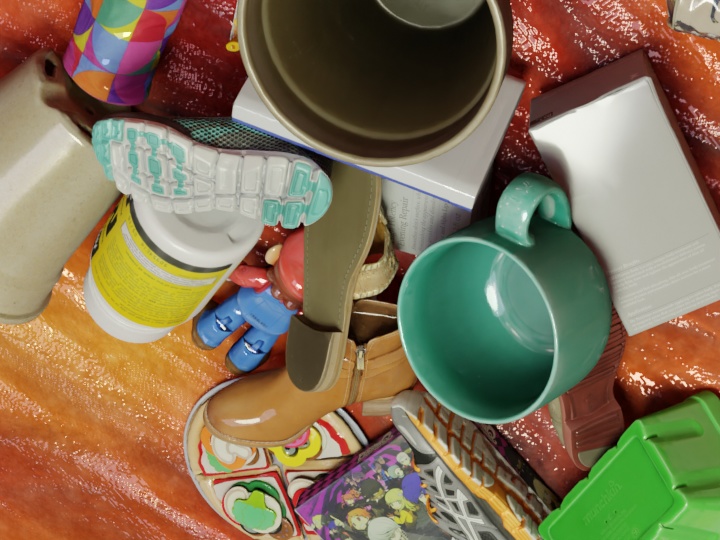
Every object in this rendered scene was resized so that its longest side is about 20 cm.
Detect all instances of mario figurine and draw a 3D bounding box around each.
[{"bbox_3d":[-0.062,0.012,1.554,0.123,0.106,0.200,10,146,-38],"label":"mario figurine"}]

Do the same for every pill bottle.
[{"bbox_3d":[-0.166,-0.018,1.487,0.114,0.114,0.200,38,144,-4],"label":"pill bottle"}]

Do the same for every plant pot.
[{"bbox_3d":[0.028,-0.202,1.295,0.199,0.174,0.201,8,120,14],"label":"plant pot"},{"bbox_3d":[-0.290,-0.087,1.506,0.183,0.201,0.200,-40,101,22],"label":"plant pot"}]

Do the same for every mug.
[{"bbox_3d":[0.131,0.023,1.359,0.185,0.114,0.152,-41,79,41],"label":"mug"}]

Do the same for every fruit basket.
[{"bbox_3d":[0.291,0.223,1.522,0.215,0.156,0.216,-18,145,-13],"label":"fruit basket"}]

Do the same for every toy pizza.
[{"bbox_3d":[-0.081,0.191,1.673,0.199,0.032,0.201,8,121,14],"label":"toy pizza"}]

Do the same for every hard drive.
[{"bbox_3d":[0.016,-0.134,1.364,0.199,0.132,0.025,21,145,6],"label":"hard drive"}]

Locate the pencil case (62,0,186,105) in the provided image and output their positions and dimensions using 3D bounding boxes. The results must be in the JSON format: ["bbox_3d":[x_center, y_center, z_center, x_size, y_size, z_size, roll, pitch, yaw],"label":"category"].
[{"bbox_3d":[-0.177,-0.233,1.435,0.088,0.088,0.200,32,124,-1],"label":"pencil case"}]

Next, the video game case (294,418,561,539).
[{"bbox_3d":[0.070,0.229,1.622,0.200,0.036,0.181,-36,103,22],"label":"video game case"}]

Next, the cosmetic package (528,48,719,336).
[{"bbox_3d":[0.220,-0.062,1.384,0.107,0.090,0.201,-21,107,15],"label":"cosmetic package"}]

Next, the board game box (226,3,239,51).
[{"bbox_3d":[0.000,-0.234,1.406,0.199,0.026,0.201,21,123,7],"label":"board game box"}]

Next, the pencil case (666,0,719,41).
[{"bbox_3d":[0.326,-0.205,1.278,0.199,0.078,0.090,11,136,14],"label":"pencil case"}]

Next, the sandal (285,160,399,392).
[{"bbox_3d":[-0.004,-0.002,1.426,0.078,0.069,0.212,29,112,43],"label":"sandal"}]

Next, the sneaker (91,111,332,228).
[{"bbox_3d":[-0.113,-0.091,1.380,0.199,0.091,0.078,14,124,5],"label":"sneaker"}]

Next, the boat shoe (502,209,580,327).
[{"bbox_3d":[0.134,0.030,1.480,0.071,0.076,0.201,21,123,7],"label":"boat shoe"}]

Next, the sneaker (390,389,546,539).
[{"bbox_3d":[0.086,0.192,1.542,0.077,0.078,0.200,-33,105,24],"label":"sneaker"}]

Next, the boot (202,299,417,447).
[{"bbox_3d":[-0.046,0.083,1.521,0.199,0.074,0.155,-12,151,-6],"label":"boot"}]

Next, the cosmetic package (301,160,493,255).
[{"bbox_3d":[0.008,-0.082,1.448,0.199,0.074,0.102,14,137,12],"label":"cosmetic package"}]

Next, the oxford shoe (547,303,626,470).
[{"bbox_3d":[0.180,0.077,1.486,0.070,0.075,0.201,-16,124,-18],"label":"oxford shoe"}]
